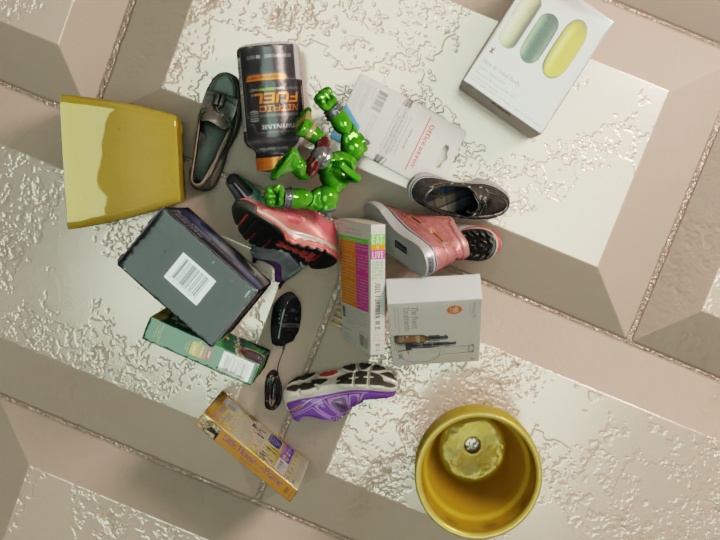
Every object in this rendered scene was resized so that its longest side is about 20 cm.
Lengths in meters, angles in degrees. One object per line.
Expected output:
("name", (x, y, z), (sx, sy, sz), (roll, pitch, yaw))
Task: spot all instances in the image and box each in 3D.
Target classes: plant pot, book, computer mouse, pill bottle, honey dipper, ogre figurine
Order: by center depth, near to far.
("ogre figurine", (-0.063, -0.171, 1.592), (0.119, 0.098, 0.203), (32, 62, -22))
("book", (0.005, 0.023, 1.621), (0.047, 0.133, 0.204), (-2, 98, -19))
("plant pot", (-0.375, -0.175, 1.635), (0.173, 0.200, 0.204), (-2, 95, -6))
("plant pot", (0.186, 0.307, 1.646), (0.197, 0.189, 0.205), (0, 96, 3))
("pill bottle", (-0.143, -0.264, 1.651), (0.104, 0.106, 0.204), (-4, 96, 3))
("honey dipper", (0.000, 0.000, 1.706), (0.037, 0.038, 0.203), (20, 92, 1))
("computer mouse", (-0.140, 0.135, 1.711), (0.034, 0.058, 0.204), (12, 91, 31))

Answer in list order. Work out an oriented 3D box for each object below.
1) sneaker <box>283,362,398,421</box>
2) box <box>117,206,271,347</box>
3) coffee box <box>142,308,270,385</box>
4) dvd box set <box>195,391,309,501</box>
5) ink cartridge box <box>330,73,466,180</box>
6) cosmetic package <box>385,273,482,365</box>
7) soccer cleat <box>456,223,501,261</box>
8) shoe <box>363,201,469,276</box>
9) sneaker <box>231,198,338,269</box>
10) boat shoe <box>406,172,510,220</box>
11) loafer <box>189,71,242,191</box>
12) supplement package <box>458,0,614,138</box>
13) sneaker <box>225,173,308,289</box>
("sneaker", (-0.030, 0.213, 1.717), (0.196, 0.081, 0.085), (-9, 111, 11))
("box", (-0.261, 0.003, 1.634), (0.199, 0.198, 0.124), (41, 93, -2))
("coffee box", (-0.254, 0.123, 1.684), (0.197, 0.123, 0.045), (23, 97, 2))
("dvd box set", (-0.176, 0.289, 1.683), (0.199, 0.146, 0.030), (39, 98, -2))
("ink cartridge box", (0.063, -0.224, 1.663), (0.198, 0.068, 0.117), (28, 98, 0))
("cosmetic package", (0.119, 0.083, 1.631), (0.148, 0.201, 0.052), (-5, 56, 2))
("soccer cleat", (0.138, -0.050, 1.682), (0.196, 0.073, 0.070), (6, 96, 21))
("shoe", (0.089, -0.061, 1.629), (0.090, 0.200, 0.073), (-18, 126, -26))
("sneaker", (-0.120, -0.076, 1.634), (0.198, 0.073, 0.088), (27, 53, -27))
("boat shoe", (0.169, -0.113, 1.628), (0.197, 0.066, 0.071), (12, 110, -31))
("loafer", (-0.242, -0.229, 1.680), (0.071, 0.063, 0.204), (14, 96, 1))
("supplement package", (0.272, -0.338, 1.602), (0.151, 0.151, 0.202), (34, 96, 0))
("sneaker", (-0.172, -0.065, 1.689), (0.087, 0.074, 0.201), (-40, 93, 10))
